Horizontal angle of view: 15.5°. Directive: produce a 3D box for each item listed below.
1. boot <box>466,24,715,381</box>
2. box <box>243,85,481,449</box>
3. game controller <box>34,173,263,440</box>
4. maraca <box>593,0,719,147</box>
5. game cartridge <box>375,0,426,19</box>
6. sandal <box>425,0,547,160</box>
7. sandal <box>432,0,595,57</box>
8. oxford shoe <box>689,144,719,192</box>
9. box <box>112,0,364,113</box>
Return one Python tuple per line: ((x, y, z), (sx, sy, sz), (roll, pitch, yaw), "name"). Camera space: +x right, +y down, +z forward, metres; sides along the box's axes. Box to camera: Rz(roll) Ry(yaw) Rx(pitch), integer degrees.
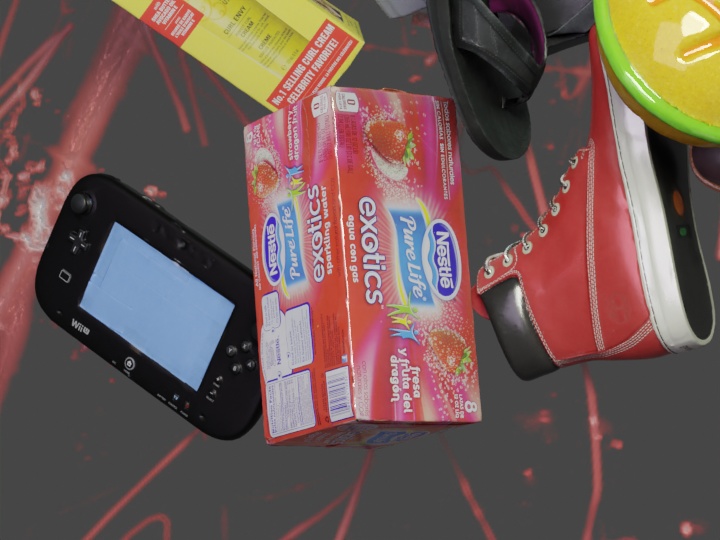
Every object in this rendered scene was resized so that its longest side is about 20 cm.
((0.119, -0.042, 1.545), (0.144, 0.072, 0.201), (-12, 80, 29), "boot")
((0.000, 0.000, 1.572), (0.100, 0.095, 0.201), (-20, 71, 53), "box")
((-0.125, 0.022, 1.685), (0.200, 0.042, 0.105), (34, 99, 29), "game controller")
((0.194, -0.151, 1.472), (0.107, 0.137, 0.201), (-51, 21, 50), "maraca")
((0.049, -0.230, 1.559), (0.200, 0.133, 0.042), (-19, 34, 43), "game cartridge")
((0.073, -0.150, 1.526), (0.048, 0.075, 0.201), (-2, 122, 28), "sandal")
((0.129, -0.169, 1.572), (0.200, 0.043, 0.076), (-28, 70, 23), "sandal")
((0.268, -0.077, 1.463), (0.199, 0.072, 0.072), (-5, 81, 29), "oxford shoe")
((-0.098, -0.173, 1.626), (0.200, 0.050, 0.075), (35, 103, -17), "box")
